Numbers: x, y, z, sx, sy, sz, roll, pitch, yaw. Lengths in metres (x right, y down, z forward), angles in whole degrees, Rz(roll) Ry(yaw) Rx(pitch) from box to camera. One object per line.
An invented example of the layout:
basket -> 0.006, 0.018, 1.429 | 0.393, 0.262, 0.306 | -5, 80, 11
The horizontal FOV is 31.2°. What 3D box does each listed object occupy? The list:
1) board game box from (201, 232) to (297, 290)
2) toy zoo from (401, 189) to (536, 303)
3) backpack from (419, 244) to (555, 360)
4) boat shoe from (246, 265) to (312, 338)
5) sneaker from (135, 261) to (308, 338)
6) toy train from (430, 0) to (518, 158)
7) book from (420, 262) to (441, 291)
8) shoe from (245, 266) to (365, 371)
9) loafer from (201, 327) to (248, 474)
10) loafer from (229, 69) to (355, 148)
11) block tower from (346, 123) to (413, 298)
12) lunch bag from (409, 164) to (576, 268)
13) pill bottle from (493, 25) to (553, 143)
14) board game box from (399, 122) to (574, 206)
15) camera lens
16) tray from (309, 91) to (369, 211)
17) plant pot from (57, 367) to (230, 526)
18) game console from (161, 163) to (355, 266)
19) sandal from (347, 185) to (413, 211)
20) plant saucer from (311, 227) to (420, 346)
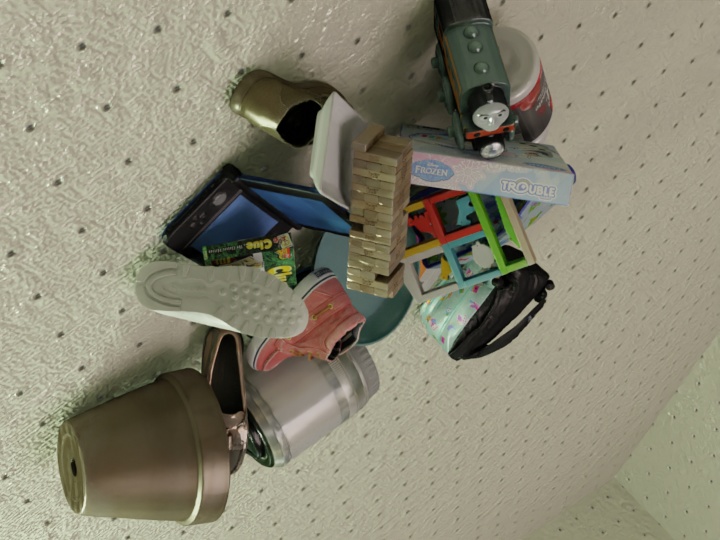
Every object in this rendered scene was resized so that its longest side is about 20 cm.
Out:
board game box -> -0.129, 0.006, 1.553 | 0.105, 0.023, 0.200 | -12, 161, -5
toy zoo -> 0.114, -0.038, 1.685 | 0.200, 0.131, 0.020 | -19, -168, 20
backpack -> 0.196, 0.051, 2.098 | 0.167, 0.127, 0.200 | 17, 118, -50
boat shoe -> -0.068, 0.038, 1.737 | 0.200, 0.069, 0.084 | -33, 154, -23
sneaker -> -0.156, 0.034, 1.477 | 0.081, 0.200, 0.076 | 99, 6, -77
toy train -> 0.129, -0.228, 1.477 | 0.085, 0.200, 0.114 | -10, 149, 0
book -> 0.083, -0.032, 1.889 | 0.134, 0.048, 0.200 | -54, 155, 15
shoe -> -0.071, 0.089, 1.637 | 0.071, 0.091, 0.200 | -21, 157, -48
loafer -> -0.178, 0.168, 1.659 | 0.072, 0.200, 0.063 | 0, 179, -11
loafer -> -0.065, -0.166, 1.413 | 0.076, 0.067, 0.200 | -54, 154, 21
block tower -> 0.022, -0.062, 1.463 | 0.054, 0.058, 0.200 | -50, 148, -51
lunch bag -> 0.182, -0.093, 1.761 | 0.200, 0.128, 0.170 | -22, 179, 28
pill bottle -> 0.189, -0.222, 1.664 | 0.111, 0.111, 0.200 | -43, 156, -1
board game box -> 0.145, -0.130, 1.554 | 0.199, 0.200, 0.043 | -82, -179, -76
camera lens -> -0.094, 0.165, 1.790 | 0.200, 0.160, 0.160 | -34, 154, -21
tray -> -0.023, -0.125, 1.414 | 0.200, 0.022, 0.107 | 22, 74, -78
plant pot -> -0.279, 0.232, 1.614 | 0.173, 0.200, 0.200 | -6, 139, -30
game console -> -0.103, -0.038, 1.502 | 0.171, 0.118, 0.200 | -45, 155, 3
sandal -> 0.028, -0.108, 1.660 | 0.200, 0.055, 0.082 | -18, 140, -43
plant saucer -> 0.000, 0.000, 1.727 | 0.200, 0.036, 0.200 | -9, 103, -43
